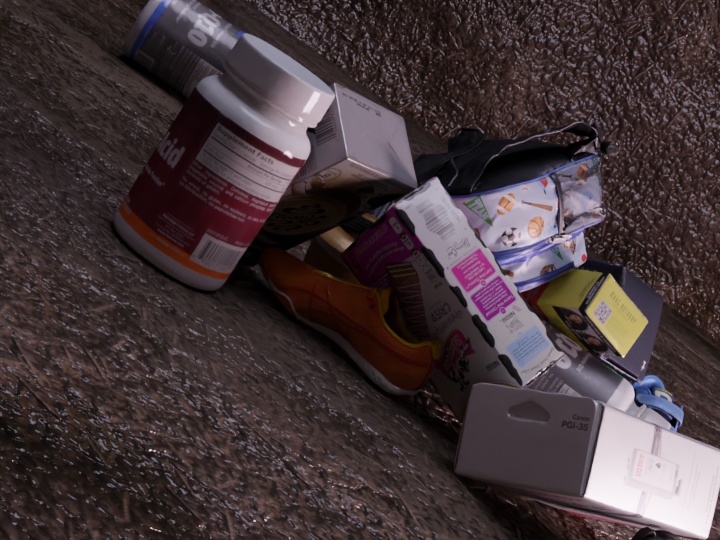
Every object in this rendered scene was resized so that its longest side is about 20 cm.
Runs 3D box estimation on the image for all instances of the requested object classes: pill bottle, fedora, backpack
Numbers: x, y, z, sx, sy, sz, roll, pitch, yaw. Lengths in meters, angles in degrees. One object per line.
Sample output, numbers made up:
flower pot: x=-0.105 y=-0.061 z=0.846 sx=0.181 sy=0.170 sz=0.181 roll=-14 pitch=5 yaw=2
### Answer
pill bottle: x=-0.115 y=-0.094 z=1.490 sx=0.114 sy=0.201 sz=0.114 roll=33 pitch=10 yaw=-7
pill bottle: x=0.196 y=0.130 z=1.704 sx=0.200 sy=0.113 sz=0.113 roll=36 pitch=11 yaw=8
fedora: x=0.000 y=0.000 z=1.755 sx=0.200 sy=0.082 sz=0.201 roll=32 pitch=13 yaw=-8
backpack: x=0.125 y=-0.060 z=1.695 sx=0.190 sy=0.155 sz=0.199 roll=-14 pitch=11 yaw=-43
pill bottle: x=-0.198 y=-0.272 z=2.252 sx=0.199 sy=0.114 sz=0.114 roll=34 pitch=11 yaw=-3

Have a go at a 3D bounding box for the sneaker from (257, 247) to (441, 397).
sneaker: x=-0.008 y=0.034 z=1.600 sx=0.200 sy=0.077 sz=0.073 roll=36 pitch=12 yaw=15

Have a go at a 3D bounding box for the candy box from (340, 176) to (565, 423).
candy box: x=0.081 y=0.031 z=1.591 sx=0.200 sy=0.061 sz=0.136 roll=53 pitch=-29 yaw=3

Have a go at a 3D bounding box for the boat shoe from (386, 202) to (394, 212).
boat shoe: x=0.097 y=-0.067 z=1.865 sx=0.069 sy=0.071 sz=0.200 roll=23 pitch=16 yaw=29

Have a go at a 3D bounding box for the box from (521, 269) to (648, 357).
box: x=0.194 y=0.035 z=1.747 sx=0.075 sy=0.050 sz=0.200 roll=48 pitch=-19 yaw=-27

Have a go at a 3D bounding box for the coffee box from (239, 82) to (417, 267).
coffee box: x=-0.064 y=-0.084 z=1.593 sx=0.113 sy=0.199 sz=0.080 roll=19 pitch=54 yaw=-51

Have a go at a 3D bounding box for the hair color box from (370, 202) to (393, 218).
hair color box: x=0.003 y=-0.085 z=2.057 sx=0.199 sy=0.111 sz=0.064 roll=33 pitch=10 yaw=-5

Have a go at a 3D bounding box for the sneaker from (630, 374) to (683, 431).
sneaker: x=0.328 y=0.177 z=1.984 sx=0.074 sy=0.082 sz=0.200 roll=34 pitch=13 yaw=-12

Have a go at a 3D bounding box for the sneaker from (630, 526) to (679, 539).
sneaker: x=0.243 y=0.256 z=1.429 sx=0.099 sy=0.071 sz=0.200 roll=39 pitch=5 yaw=32

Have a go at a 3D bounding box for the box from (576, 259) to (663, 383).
box: x=0.218 y=0.044 z=1.944 sx=0.199 sy=0.105 sz=0.148 roll=12 pitch=-9 yaw=28

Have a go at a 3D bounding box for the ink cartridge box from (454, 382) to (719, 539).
ink cartridge box: x=0.197 y=0.165 z=1.496 sx=0.146 sy=0.083 sz=0.199 roll=5 pitch=-13 yaw=44
